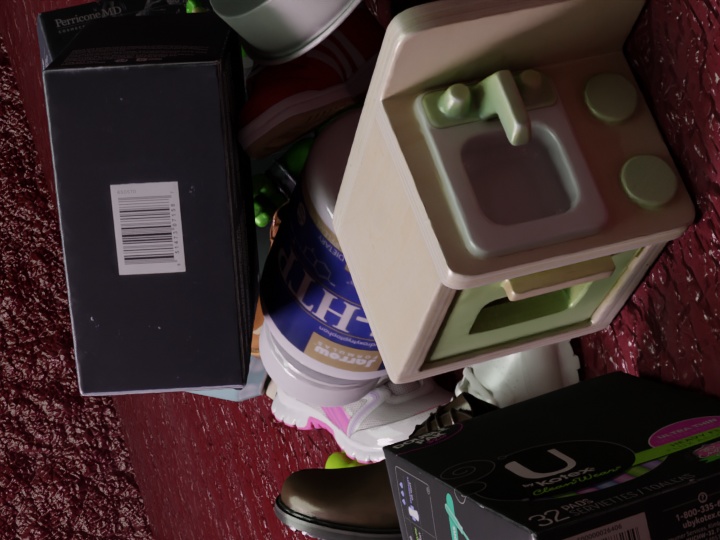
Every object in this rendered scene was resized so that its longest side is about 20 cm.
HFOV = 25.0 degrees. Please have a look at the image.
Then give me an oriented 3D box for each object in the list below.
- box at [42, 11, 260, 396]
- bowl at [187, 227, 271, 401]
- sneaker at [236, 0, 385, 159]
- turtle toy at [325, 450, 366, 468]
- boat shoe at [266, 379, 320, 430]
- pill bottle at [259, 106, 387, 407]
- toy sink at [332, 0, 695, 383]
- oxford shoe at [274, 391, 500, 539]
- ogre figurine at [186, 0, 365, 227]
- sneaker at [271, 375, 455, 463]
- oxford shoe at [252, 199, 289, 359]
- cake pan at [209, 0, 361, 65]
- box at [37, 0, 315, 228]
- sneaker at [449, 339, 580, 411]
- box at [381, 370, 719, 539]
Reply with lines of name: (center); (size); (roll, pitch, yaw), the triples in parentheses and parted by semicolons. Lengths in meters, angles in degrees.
box: (-0.123, -0.048, 1.014); (0.182, 0.104, 0.201); (-90, -3, -73)
bowl: (-0.101, 0.033, 1.407); (0.105, 0.201, 0.201); (30, 151, 7)
sneaker: (-0.044, -0.145, 1.019); (0.113, 0.071, 0.200); (60, -152, -7)
turtle toy: (0.029, 0.219, 1.193); (0.146, 0.101, 0.201); (0, 104, 66)
boat shoe: (-0.025, 0.059, 1.349); (0.063, 0.074, 0.202); (36, 141, 14)
pill bottle: (0.000, 0.000, 1.047); (0.200, 0.119, 0.120); (115, 140, -51)
toy sink: (0.076, -0.037, 0.797); (0.200, 0.130, 0.112); (110, 143, -61)
oxford shoe: (0.045, 0.109, 0.926); (0.073, 0.199, 0.085); (-68, -31, -73)
ogre figurine: (-0.052, -0.142, 1.161); (0.098, 0.120, 0.201); (119, 137, -73)
sneaker: (0.001, 0.078, 1.172); (0.200, 0.081, 0.089); (13, 115, 47)
oxford shoe: (-0.041, -0.014, 1.165); (0.200, 0.071, 0.071); (-51, 27, 33)
cake pan: (-0.026, -0.218, 0.951); (0.200, 0.037, 0.201); (-38, 37, 37)
box: (-0.138, -0.124, 1.295); (0.104, 0.199, 0.183); (109, 143, -66)
sneaker: (0.082, 0.097, 0.978); (0.076, 0.080, 0.200); (-122, 25, -52)
box: (0.117, 0.135, 0.761); (0.200, 0.148, 0.125); (-167, 63, -73)
